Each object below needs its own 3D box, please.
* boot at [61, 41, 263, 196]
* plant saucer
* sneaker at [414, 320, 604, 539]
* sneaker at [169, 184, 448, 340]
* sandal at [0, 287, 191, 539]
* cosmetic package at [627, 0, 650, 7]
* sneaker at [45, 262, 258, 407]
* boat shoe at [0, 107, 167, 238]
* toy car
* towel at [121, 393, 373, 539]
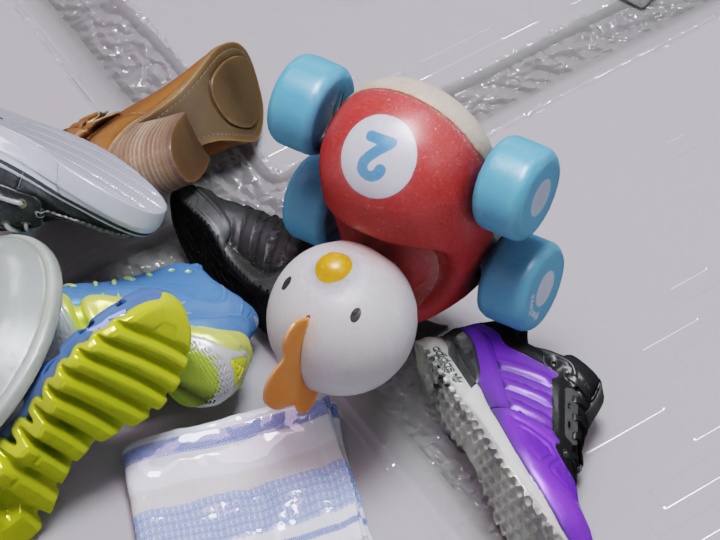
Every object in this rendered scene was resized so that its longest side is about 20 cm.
[{"bbox_3d":[-0.163,-0.098,1.749,0.154,0.074,0.200,-13,17,26],"label":"boot"},{"bbox_3d":[-0.279,0.050,1.574,0.199,0.050,0.201,-28,39,25],"label":"plant saucer"},{"bbox_3d":[0.115,0.099,1.543,0.099,0.070,0.201,-19,50,-14],"label":"sneaker"},{"bbox_3d":[-0.038,-0.007,1.663,0.104,0.060,0.200,-25,49,-26],"label":"sneaker"},{"bbox_3d":[-0.192,0.081,1.555,0.200,0.079,0.087,-42,37,4],"label":"sandal"},{"bbox_3d":[0.183,-0.341,1.865,0.199,0.167,0.167,29,57,26],"label":"cosmetic package"},{"bbox_3d":[-0.158,0.038,1.638,0.199,0.076,0.105,13,32,17],"label":"sneaker"},{"bbox_3d":[-0.225,-0.060,1.634,0.199,0.071,0.072,25,17,11],"label":"boat shoe"},{"bbox_3d":[0.000,0.000,1.514,0.183,0.177,0.200,23,57,22],"label":"toy car"},{"bbox_3d":[-0.065,0.169,1.530,0.146,0.024,0.201,-13,49,-5],"label":"towel"}]
